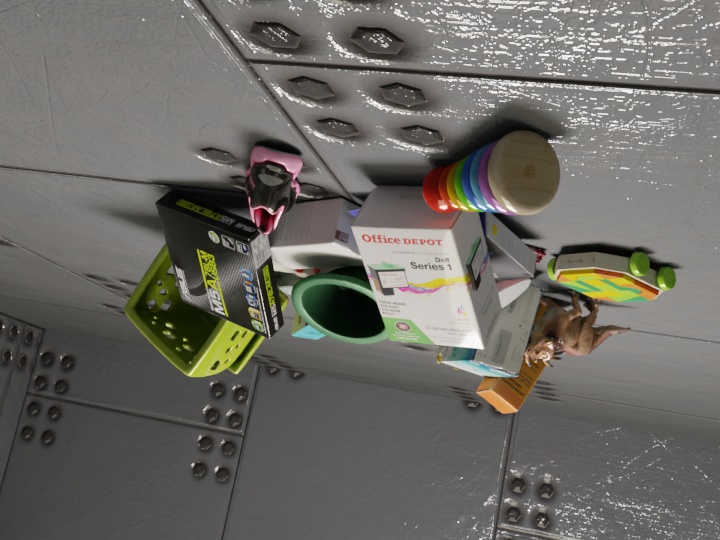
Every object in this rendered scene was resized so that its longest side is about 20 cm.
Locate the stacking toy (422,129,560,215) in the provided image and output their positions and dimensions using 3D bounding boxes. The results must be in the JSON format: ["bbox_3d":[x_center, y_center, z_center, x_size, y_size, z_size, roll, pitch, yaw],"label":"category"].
[{"bbox_3d":[0.127,-0.096,1.032,0.085,0.086,0.199,17,171,-24],"label":"stacking toy"}]

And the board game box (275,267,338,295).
[{"bbox_3d":[-0.045,0.022,1.710,0.198,0.065,0.147,3,165,40],"label":"board game box"}]

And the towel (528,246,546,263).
[{"bbox_3d":[0.159,-0.028,1.404,0.198,0.023,0.145,13,168,-8],"label":"towel"}]

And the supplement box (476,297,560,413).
[{"bbox_3d":[0.284,0.145,1.623,0.066,0.201,0.069,37,159,-6],"label":"supplement box"}]

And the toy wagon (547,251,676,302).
[{"bbox_3d":[0.372,0.014,1.355,0.199,0.040,0.154,22,164,-37],"label":"toy wagon"}]

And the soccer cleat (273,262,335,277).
[{"bbox_3d":[-0.112,-0.025,1.582,0.198,0.070,0.077,5,179,35],"label":"soccer cleat"}]

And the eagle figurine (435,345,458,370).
[{"bbox_3d":[0.168,0.111,1.832,0.151,0.151,0.200,-40,103,23],"label":"eagle figurine"}]

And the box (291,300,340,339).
[{"bbox_3d":[-0.074,0.065,1.580,0.049,0.083,0.200,10,170,-10],"label":"box"}]

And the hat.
[{"bbox_3d":[0.000,0.000,1.459,0.164,0.177,0.201,-2,142,24],"label":"hat"}]

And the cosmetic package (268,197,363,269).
[{"bbox_3d":[-0.066,-0.052,1.395,0.199,0.075,0.101,-4,160,44],"label":"cosmetic package"}]

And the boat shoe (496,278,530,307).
[{"bbox_3d":[0.160,0.037,1.419,0.198,0.068,0.072,-24,154,-12],"label":"boat shoe"}]

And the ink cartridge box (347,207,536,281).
[{"bbox_3d":[0.112,-0.034,1.296,0.196,0.048,0.199,-6,156,36],"label":"ink cartridge box"}]

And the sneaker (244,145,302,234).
[{"bbox_3d":[-0.121,-0.090,1.229,0.078,0.097,0.200,10,169,-2],"label":"sneaker"}]

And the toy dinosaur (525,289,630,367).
[{"bbox_3d":[0.343,0.108,1.567,0.198,0.137,0.086,15,167,-16],"label":"toy dinosaur"}]

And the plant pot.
[{"bbox_3d":[-0.257,0.060,1.656,0.200,0.200,0.181,39,-172,27],"label":"plant pot"}]

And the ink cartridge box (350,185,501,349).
[{"bbox_3d":[0.088,-0.003,1.221,0.143,0.084,0.201,3,131,29],"label":"ink cartridge box"}]

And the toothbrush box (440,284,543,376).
[{"bbox_3d":[0.212,0.093,1.550,0.084,0.148,0.200,19,172,-6],"label":"toothbrush box"}]

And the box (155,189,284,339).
[{"bbox_3d":[-0.214,-0.008,1.450,0.192,0.048,0.202,20,136,27],"label":"box"}]
